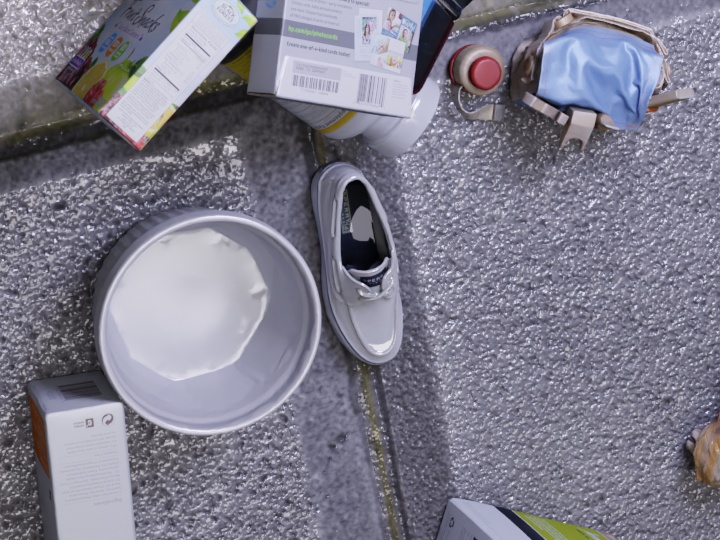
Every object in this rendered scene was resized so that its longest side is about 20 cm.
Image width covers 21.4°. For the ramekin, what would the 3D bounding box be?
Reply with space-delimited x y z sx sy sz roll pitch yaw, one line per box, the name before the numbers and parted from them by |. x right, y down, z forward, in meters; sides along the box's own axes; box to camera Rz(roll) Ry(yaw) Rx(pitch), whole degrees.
ramekin | -0.145 0.037 1.686 0.200 0.105 0.200 -5 105 -19

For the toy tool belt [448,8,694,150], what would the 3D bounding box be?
toy tool belt | 0.194 -0.175 1.743 0.200 0.123 0.125 2 103 -20

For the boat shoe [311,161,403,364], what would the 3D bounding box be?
boat shoe | 0.000 0.000 1.749 0.074 0.065 0.200 -22 110 -13

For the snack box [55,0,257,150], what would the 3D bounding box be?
snack box | -0.172 -0.182 1.568 0.142 0.200 0.053 -47 113 -3

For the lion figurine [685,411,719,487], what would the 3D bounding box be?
lion figurine | 0.425 0.146 1.938 0.200 0.072 0.123 -13 115 -21

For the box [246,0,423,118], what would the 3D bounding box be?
box | -0.013 -0.231 1.541 0.156 0.041 0.200 4 95 -45

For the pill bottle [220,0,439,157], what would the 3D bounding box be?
pill bottle | -0.031 -0.185 1.666 0.200 0.112 0.112 33 91 -24

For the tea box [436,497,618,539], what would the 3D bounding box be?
tea box | 0.162 0.352 1.860 0.197 0.134 0.200 17 98 -22

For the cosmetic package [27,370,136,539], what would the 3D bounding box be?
cosmetic package | -0.246 0.201 1.694 0.071 0.101 0.200 -8 105 -17

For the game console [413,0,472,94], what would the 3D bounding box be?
game console | 0.035 -0.285 1.616 0.172 0.119 0.200 -41 112 19
